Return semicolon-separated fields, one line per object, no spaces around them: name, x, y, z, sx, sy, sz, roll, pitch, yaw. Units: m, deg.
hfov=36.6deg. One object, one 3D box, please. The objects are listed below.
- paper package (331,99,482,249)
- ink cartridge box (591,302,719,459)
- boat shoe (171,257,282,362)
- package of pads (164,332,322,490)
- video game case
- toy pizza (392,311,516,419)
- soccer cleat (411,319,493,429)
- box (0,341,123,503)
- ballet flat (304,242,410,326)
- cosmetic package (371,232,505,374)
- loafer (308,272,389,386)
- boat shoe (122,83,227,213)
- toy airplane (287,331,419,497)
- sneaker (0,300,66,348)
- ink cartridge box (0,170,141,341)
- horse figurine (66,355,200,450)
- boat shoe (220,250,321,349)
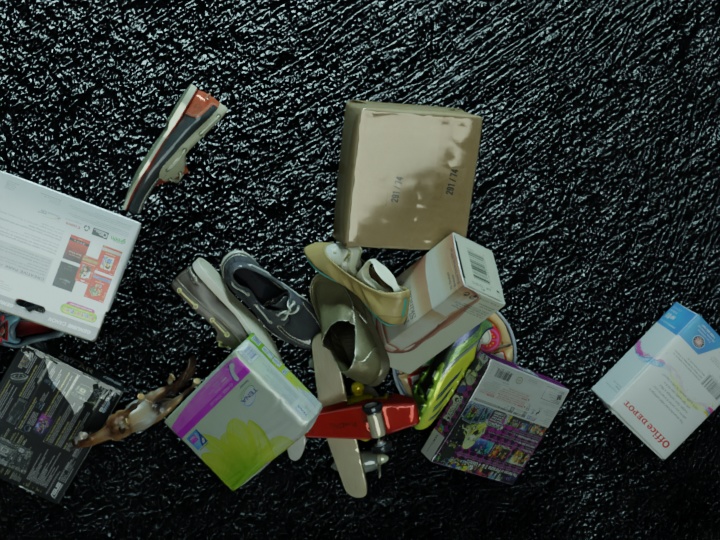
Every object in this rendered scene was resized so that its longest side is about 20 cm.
paper package;0.065;-0.134;1.552;0.190;0.103;0.201;2;103;-13
ink cartridge box;0.489;0.175;1.720;0.144;0.085;0.200;43;92;-17
boat shoe;-0.191;0.075;1.578;0.059;0.072;0.200;-37;104;7
package of pads;-0.167;0.209;1.561;0.155;0.068;0.200;45;122;-1
video game case;0.210;0.230;1.670;0.200;0.036;0.182;22;100;-40
toy pizza;0.147;0.140;1.675;0.199;0.032;0.201;-3;105;-10
soccer cleat;0.137;0.154;1.628;0.083;0.065;0.201;19;100;-22
box;-0.461;0.217;1.577;0.160;0.044;0.200;29;98;-16
ballet flat;0.000;0.000;1.541;0.069;0.200;0.063;-17;136;-45
cosmetic package;0.100;0.049;1.553;0.087;0.104;0.200;23;131;-34
loafer;-0.024;0.074;1.550;0.067;0.200;0.076;13;127;-48
boat shoe;-0.260;-0.159;1.506;0.062;0.071;0.200;31;93;-19
toy airplane;-0.024;0.215;1.622;0.199;0.141;0.200;37;118;11
sneaker;-0.491;0.065;1.505;0.199;0.096;0.080;-6;106;-9
ink cartridge box;-0.425;-0.017;1.482;0.199;0.084;0.176;21;84;-15
horse figurine;-0.308;0.196;1.556;0.200;0.132;0.050;-32;84;-44
boat shoe;-0.124;0.052;1.586;0.073;0.063;0.200;-46;109;1
